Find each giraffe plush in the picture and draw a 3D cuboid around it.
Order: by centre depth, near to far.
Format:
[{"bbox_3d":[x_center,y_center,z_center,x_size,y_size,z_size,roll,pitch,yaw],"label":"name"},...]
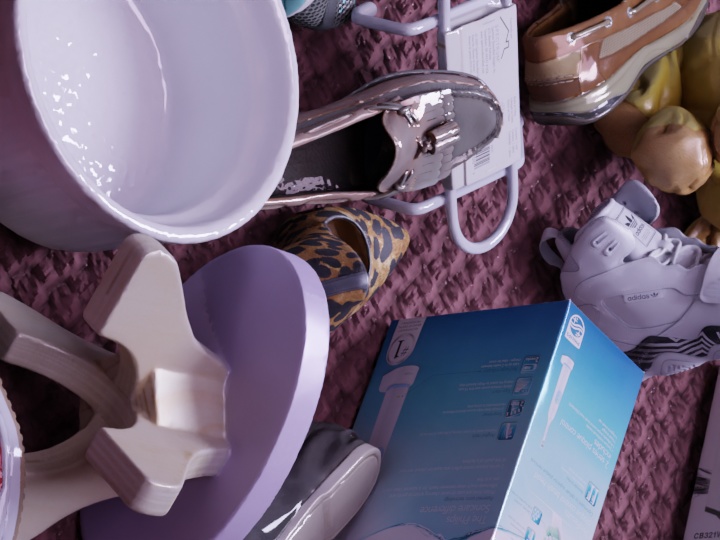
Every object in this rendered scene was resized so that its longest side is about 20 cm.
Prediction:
[{"bbox_3d":[0.257,-0.083,1.891,0.200,0.172,0.163,-97,165,-56],"label":"giraffe plush"}]

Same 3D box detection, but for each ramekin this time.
[{"bbox_3d":[-0.135,-0.105,1.474,0.200,0.097,0.202,15,69,-44],"label":"ramekin"}]

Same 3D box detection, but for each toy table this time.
[{"bbox_3d":[-0.116,0.069,1.434,0.117,0.183,0.201,16,99,-46],"label":"toy table"}]

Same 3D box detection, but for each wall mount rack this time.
[{"bbox_3d":[0.067,-0.120,1.704,0.173,0.074,0.201,-26,123,-43],"label":"wall mount rack"}]

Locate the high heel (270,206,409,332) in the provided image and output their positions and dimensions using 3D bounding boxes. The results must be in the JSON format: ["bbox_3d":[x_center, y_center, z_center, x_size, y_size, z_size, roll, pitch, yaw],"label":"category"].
[{"bbox_3d":[0.000,0.000,1.580,0.200,0.142,0.072,-20,99,-47],"label":"high heel"}]

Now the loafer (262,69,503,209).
[{"bbox_3d":[-0.004,-0.065,1.589,0.199,0.063,0.072,-12,113,-20],"label":"loafer"}]

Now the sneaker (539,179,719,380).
[{"bbox_3d":[0.207,-0.002,1.772,0.115,0.199,0.075,62,34,-13],"label":"sneaker"}]

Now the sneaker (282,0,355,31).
[{"bbox_3d":[-0.026,-0.233,1.653,0.091,0.077,0.201,32,65,-59],"label":"sneaker"}]

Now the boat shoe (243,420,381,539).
[{"bbox_3d":[-0.066,0.154,1.562,0.200,0.057,0.067,-42,147,-38],"label":"boat shoe"}]

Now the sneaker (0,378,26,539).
[{"bbox_3d":[-0.232,0.055,1.374,0.112,0.071,0.201,0,77,-51],"label":"sneaker"}]

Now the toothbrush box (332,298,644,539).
[{"bbox_3d":[0.063,0.127,1.629,0.085,0.146,0.201,42,55,-34],"label":"toothbrush box"}]

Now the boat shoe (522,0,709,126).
[{"bbox_3d":[0.167,-0.171,1.828,0.200,0.075,0.074,-49,126,-45],"label":"boat shoe"}]

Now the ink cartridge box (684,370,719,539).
[{"bbox_3d":[0.302,0.155,1.874,0.084,0.145,0.201,33,60,-38],"label":"ink cartridge box"}]
